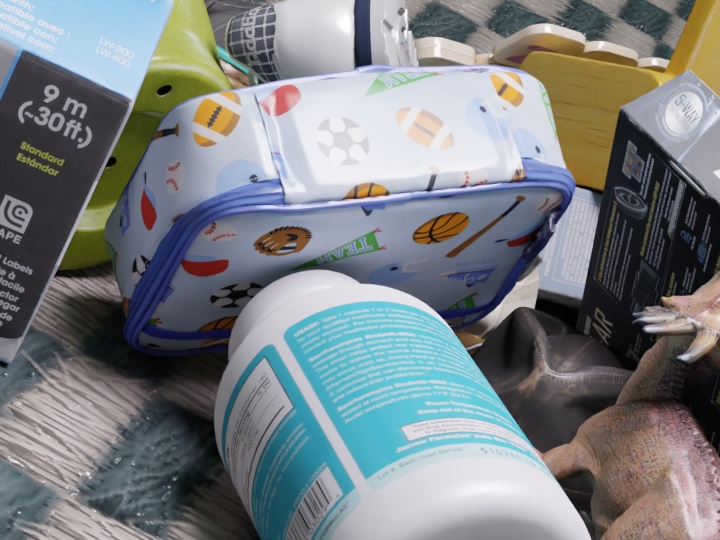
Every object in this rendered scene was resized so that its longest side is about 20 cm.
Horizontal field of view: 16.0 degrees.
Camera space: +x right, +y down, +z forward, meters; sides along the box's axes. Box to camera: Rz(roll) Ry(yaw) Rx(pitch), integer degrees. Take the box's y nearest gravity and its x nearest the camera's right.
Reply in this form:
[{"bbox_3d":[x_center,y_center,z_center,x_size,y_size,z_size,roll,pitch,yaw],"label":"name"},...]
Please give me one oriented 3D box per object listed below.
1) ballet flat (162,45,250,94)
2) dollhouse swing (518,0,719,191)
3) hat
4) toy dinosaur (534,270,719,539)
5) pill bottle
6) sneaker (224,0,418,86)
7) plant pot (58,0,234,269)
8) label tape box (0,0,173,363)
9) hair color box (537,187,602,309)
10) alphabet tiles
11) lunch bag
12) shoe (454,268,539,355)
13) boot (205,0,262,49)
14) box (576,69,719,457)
[{"bbox_3d":[-0.053,-0.066,1.334,0.068,0.073,0.200,33,6,21],"label":"ballet flat"},{"bbox_3d":[0.203,-0.114,1.411,0.199,0.177,0.182,12,4,-34],"label":"dollhouse swing"},{"bbox_3d":[0.091,0.067,1.192,0.200,0.081,0.201,24,21,-10],"label":"hat"},{"bbox_3d":[0.128,0.092,1.059,0.086,0.135,0.201,17,51,-41],"label":"toy dinosaur"},{"bbox_3d":[0.008,0.078,1.015,0.110,0.111,0.200,16,23,-29],"label":"pill bottle"},{"bbox_3d":[-0.011,-0.076,1.222,0.080,0.200,0.077,-5,65,5],"label":"sneaker"},{"bbox_3d":[-0.152,-0.110,1.196,0.200,0.201,0.193,6,40,-46],"label":"plant pot"},{"bbox_3d":[-0.167,-0.080,1.051,0.143,0.200,0.066,24,25,-8],"label":"label tape box"},{"bbox_3d":[0.150,-0.003,1.396,0.199,0.061,0.099,14,-2,-19],"label":"hair color box"},{"bbox_3d":[0.088,-0.092,1.490,0.199,0.195,0.015,12,67,-35],"label":"alphabet tiles"},{"bbox_3d":[-0.008,-0.020,1.141,0.199,0.160,0.076,-3,60,-25],"label":"lunch bag"},{"bbox_3d":[0.000,0.000,1.273,0.199,0.054,0.070,12,22,-25],"label":"shoe"},{"bbox_3d":[-0.073,-0.150,1.550,0.131,0.070,0.200,25,15,9],"label":"boot"},{"bbox_3d":[0.173,0.030,1.195,0.043,0.200,0.160,-29,58,-23],"label":"box"}]
